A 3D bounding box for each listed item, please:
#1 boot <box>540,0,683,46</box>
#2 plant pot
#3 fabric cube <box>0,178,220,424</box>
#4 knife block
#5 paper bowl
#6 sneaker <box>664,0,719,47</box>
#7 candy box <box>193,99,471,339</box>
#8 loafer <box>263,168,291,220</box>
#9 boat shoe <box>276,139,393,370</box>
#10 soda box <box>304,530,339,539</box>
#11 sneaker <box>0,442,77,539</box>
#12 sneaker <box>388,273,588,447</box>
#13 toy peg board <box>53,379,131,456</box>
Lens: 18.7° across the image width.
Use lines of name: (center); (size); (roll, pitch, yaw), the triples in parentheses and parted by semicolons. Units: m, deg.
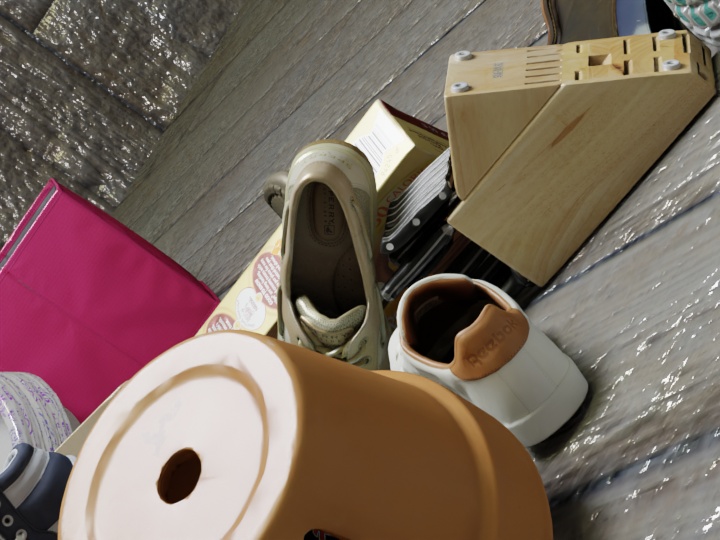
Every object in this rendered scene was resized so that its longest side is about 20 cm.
boot: (0.161, -0.149, 1.322); (0.097, 0.075, 0.201); (-25, 28, 34)
plant pot: (-0.036, 0.118, 0.949); (0.199, 0.140, 0.201); (-24, 48, 30)
fabric cube: (-0.284, 0.046, 2.210); (0.201, 0.199, 0.196); (-55, 12, -2)
knife block: (0.106, -0.037, 1.238); (0.199, 0.177, 0.064); (-6, 27, 9)
paper bowl: (-0.326, 0.196, 2.060); (0.200, 0.104, 0.202); (-1, 88, 49)
sneaker: (0.216, -0.175, 1.157); (0.091, 0.078, 0.200); (-41, 12, -11)
candy box: (0.000, 0.000, 1.370); (0.200, 0.115, 0.055); (-51, 46, 17)
loafer: (-0.008, -0.033, 1.465); (0.067, 0.076, 0.200); (-41, -19, -2)
boat shoe: (-0.018, 0.028, 1.276); (0.065, 0.072, 0.201); (-68, -22, -67)
soda box: (-0.052, 0.157, 1.156); (0.200, 0.070, 0.064); (-42, 28, 50)
sneaker: (-0.172, 0.184, 1.172); (0.070, 0.108, 0.201); (-50, 24, 48)
sneaker: (0.049, 0.029, 1.129); (0.073, 0.085, 0.200); (-45, 16, -10)
toy peg board: (-0.159, 0.174, 1.379); (0.199, 0.098, 0.200); (-45, -10, 4)
